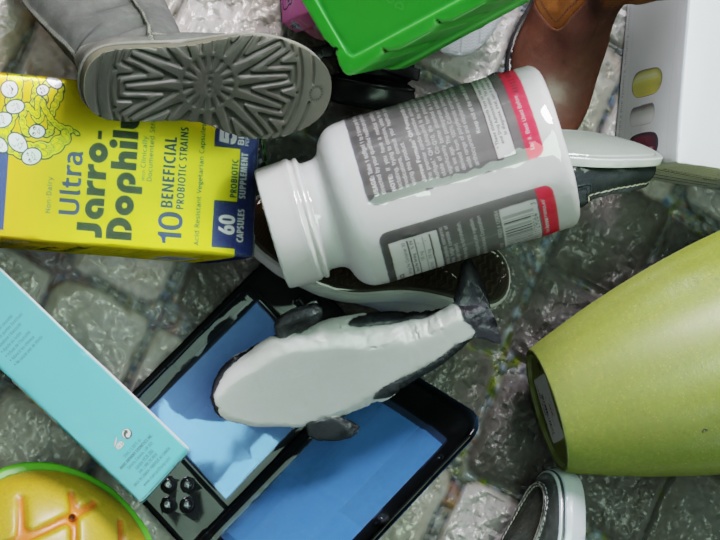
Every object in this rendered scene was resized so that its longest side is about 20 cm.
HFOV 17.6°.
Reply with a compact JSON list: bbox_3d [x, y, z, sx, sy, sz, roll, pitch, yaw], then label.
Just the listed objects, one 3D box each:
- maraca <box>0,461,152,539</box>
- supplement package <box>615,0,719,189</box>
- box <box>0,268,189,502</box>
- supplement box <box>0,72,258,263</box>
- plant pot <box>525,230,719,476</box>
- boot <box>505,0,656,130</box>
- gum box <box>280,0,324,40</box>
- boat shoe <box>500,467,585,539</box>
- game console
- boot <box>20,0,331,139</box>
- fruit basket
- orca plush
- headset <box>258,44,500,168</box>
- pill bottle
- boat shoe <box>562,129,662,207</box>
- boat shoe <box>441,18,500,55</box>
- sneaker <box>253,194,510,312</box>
[{"bbox_3d":[-0.189,0.215,1.553,0.200,0.107,0.138,40,76,-15],"label":"maraca"},{"bbox_3d":[0.286,-0.165,1.734,0.154,0.111,0.202,7,86,-20],"label":"supplement package"},{"bbox_3d":[-0.201,0.069,1.542,0.200,0.082,0.049,43,83,0],"label":"box"},{"bbox_3d":[-0.177,-0.067,1.565,0.198,0.109,0.110,4,87,-19],"label":"supplement box"},{"bbox_3d":[0.228,0.075,1.684,0.198,0.187,0.189,-17,94,-7],"label":"plant pot"},{"bbox_3d":[0.181,-0.184,1.649,0.068,0.200,0.190,21,82,-18],"label":"boot"},{"bbox_3d":[-0.006,-0.265,1.629,0.066,0.113,0.202,3,87,-20],"label":"gum box"},{"bbox_3d":[0.104,0.235,1.676,0.070,0.072,0.202,21,84,-22],"label":"boat shoe"},{"bbox_3d":[-0.052,0.111,1.600,0.200,0.118,0.171,-45,103,-16],"label":"game console"},{"bbox_3d":[-0.128,-0.154,1.539,0.180,0.200,0.073,6,108,-20],"label":"boot"},{"bbox_3d":[0.060,-0.238,1.516,0.215,0.215,0.156,-34,100,-17],"label":"fruit basket"},{"bbox_3d":[-0.007,0.043,1.578,0.199,0.071,0.105,-32,116,14],"label":"orca plush"},{"bbox_3d":[0.015,-0.106,1.668,0.198,0.094,0.125,-12,98,-5],"label":"headset"},{"bbox_3d":[0.036,-0.055,1.524,0.198,0.111,0.112,-16,94,0],"label":"pill bottle"},{"bbox_3d":[0.121,-0.063,1.645,0.198,0.076,0.061,0,108,-22],"label":"boat shoe"},{"bbox_3d":[0.072,-0.259,1.676,0.072,0.071,0.202,-2,107,-25],"label":"boat shoe"},{"bbox_3d":[0.000,0.000,1.636,0.199,0.085,0.073,17,69,-19],"label":"sneaker"}]
